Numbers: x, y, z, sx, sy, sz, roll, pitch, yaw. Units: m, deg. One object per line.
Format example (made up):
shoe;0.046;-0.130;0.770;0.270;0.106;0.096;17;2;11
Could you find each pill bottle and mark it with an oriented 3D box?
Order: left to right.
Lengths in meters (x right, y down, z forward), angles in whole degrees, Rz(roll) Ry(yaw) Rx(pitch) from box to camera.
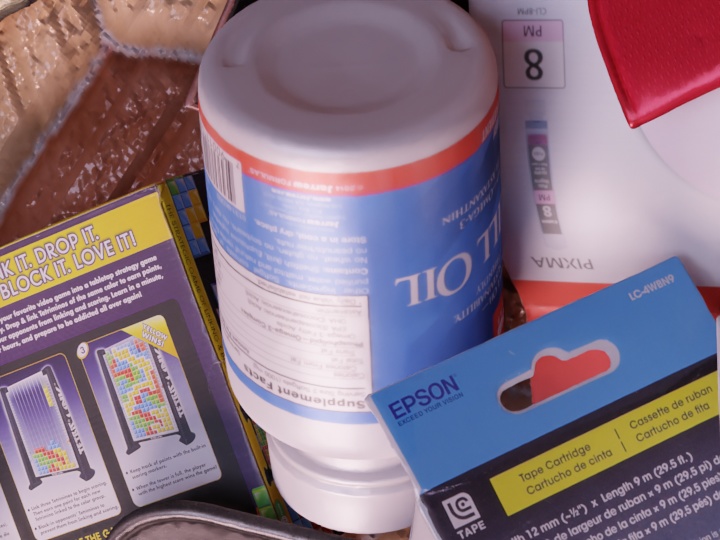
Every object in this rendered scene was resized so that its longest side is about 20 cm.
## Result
pill bottle;0.000;0.000;1.078;0.112;0.112;0.201;17;135;23

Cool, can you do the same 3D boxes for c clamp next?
c clamp;-0.036;0.163;1.173;0.198;0.027;0.172;9;127;10

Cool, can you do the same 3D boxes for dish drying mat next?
dish drying mat;0.172;-0.126;1.003;0.199;0.018;0.077;-25;63;17

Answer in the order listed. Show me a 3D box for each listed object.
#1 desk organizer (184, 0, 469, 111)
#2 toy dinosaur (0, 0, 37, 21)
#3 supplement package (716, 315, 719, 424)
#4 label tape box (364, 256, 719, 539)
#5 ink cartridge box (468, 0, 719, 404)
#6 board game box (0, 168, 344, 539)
desk organizer;0.011;-0.136;1.088;0.071;0.077;0.201;32;114;18
toy dinosaur;-0.210;-0.093;1.206;0.199;0.088;0.048;-29;79;28
supplement package;0.238;0.091;0.931;0.199;0.192;0.147;-23;134;29
label tape box;0.098;0.116;1.044;0.201;0.143;0.066;62;157;11
ink cartridge box;0.125;-0.014;1.073;0.161;0.057;0.202;1;97;27
board game box;-0.122;0.067;1.214;0.199;0.057;0.166;-20;89;29
